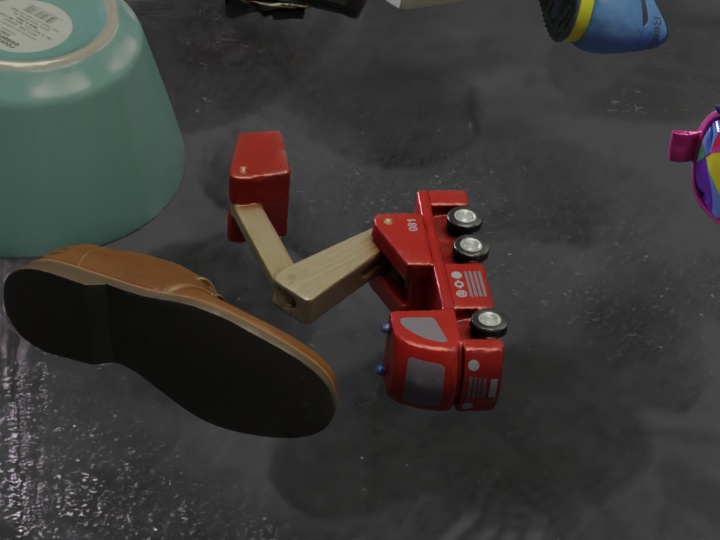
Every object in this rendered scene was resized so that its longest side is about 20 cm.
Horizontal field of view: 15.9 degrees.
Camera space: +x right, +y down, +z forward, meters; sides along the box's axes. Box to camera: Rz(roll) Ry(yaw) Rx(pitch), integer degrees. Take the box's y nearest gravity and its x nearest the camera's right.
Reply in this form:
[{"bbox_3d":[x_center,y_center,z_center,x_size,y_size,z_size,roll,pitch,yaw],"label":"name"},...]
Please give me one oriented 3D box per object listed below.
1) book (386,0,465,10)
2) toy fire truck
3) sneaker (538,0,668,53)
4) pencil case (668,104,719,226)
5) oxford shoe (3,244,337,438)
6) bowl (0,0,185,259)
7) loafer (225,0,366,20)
[{"bbox_3d":[0.013,-0.230,1.705,0.133,0.048,0.200,-14,38,-39],"label":"book"},{"bbox_3d":[0.000,0.000,1.443,0.140,0.049,0.201,-1,39,-8],"label":"toy fire truck"},{"bbox_3d":[0.157,-0.208,1.723,0.078,0.066,0.201,9,37,-15],"label":"sneaker"},{"bbox_3d":[0.289,-0.083,1.563,0.199,0.089,0.088,-17,44,-29],"label":"pencil case"},{"bbox_3d":[-0.090,0.027,1.382,0.199,0.072,0.071,23,36,22],"label":"oxford shoe"},{"bbox_3d":[-0.199,-0.109,1.509,0.199,0.106,0.201,4,37,-3],"label":"bowl"},{"bbox_3d":[-0.092,-0.194,1.678,0.199,0.063,0.072,19,10,-4],"label":"loafer"}]
